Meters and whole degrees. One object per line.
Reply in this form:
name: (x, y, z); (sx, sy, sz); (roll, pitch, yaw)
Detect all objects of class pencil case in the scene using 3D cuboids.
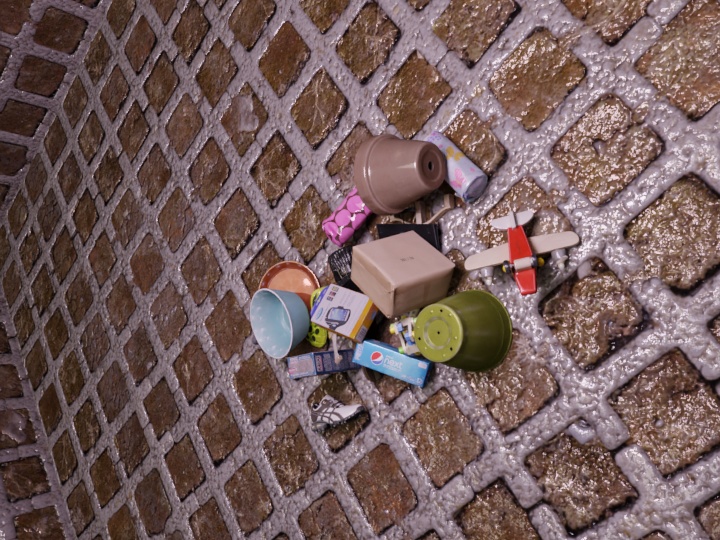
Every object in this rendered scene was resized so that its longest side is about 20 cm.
pencil case: (0.230, -0.260, 1.509); (0.201, 0.082, 0.091); (52, 159, 27)
pencil case: (-0.023, -0.164, 1.666); (0.093, 0.091, 0.201); (41, 89, -5)

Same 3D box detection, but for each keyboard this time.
keyboard: (0.121, -0.113, 1.599); (0.198, 0.020, 0.129); (4, 114, 42)

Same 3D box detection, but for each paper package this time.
paper package: (0.101, 0.004, 1.493); (0.191, 0.197, 0.105); (44, 138, 40)

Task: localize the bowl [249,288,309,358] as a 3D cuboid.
bowl: (-0.220, 0.140, 1.733); (0.199, 0.104, 0.205); (15, 112, 42)

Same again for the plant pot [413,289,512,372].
plant pot: (0.226, 0.143, 1.416); (0.198, 0.191, 0.204); (-3, 85, 38)

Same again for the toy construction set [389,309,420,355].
toy construction set: (0.131, 0.132, 1.517); (0.091, 0.201, 0.132); (-12, 120, 28)

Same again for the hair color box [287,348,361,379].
hair color box: (-0.097, 0.255, 1.658); (0.099, 0.199, 0.062); (-17, 77, 36)

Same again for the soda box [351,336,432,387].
soda box: (0.083, 0.234, 1.561); (0.197, 0.068, 0.065); (18, 95, 17)

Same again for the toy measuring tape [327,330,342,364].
toy measuring tape: (-0.050, 0.173, 1.651); (0.074, 0.073, 0.202); (-44, 37, 27)

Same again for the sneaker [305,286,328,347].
sneaker: (-0.110, 0.137, 1.761); (0.073, 0.083, 0.203); (23, 120, 19)

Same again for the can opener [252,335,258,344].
can opener: (-0.261, 0.171, 1.884); (0.201, 0.066, 0.053); (-50, 61, 18)

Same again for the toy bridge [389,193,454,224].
toy bridge: (0.158, -0.149, 1.592); (0.198, 0.027, 0.069); (-10, 82, 39)

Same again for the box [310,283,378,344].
box: (-0.048, 0.110, 1.611); (0.198, 0.041, 0.120); (16, 71, 46)

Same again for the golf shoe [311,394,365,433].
golf shoe: (-0.073, 0.395, 1.709); (0.198, 0.077, 0.096); (-25, 72, 33)

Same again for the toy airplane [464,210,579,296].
toy airplane: (0.364, -0.035, 1.371); (0.199, 0.142, 0.199); (-46, 43, -17)

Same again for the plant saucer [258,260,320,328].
plant saucer: (-0.213, 0.073, 1.827); (0.196, 0.032, 0.204); (0, 88, 11)

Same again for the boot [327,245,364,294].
boot: (-0.002, 0.000, 1.676); (0.209, 0.079, 0.161); (-22, 74, 36)

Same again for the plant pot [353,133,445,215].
plant pot: (0.107, -0.243, 1.476); (0.173, 0.198, 0.204); (-1, 86, 47)

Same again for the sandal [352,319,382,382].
sandal: (0.013, 0.207, 1.667); (0.054, 0.081, 0.204); (-24, 79, 57)
